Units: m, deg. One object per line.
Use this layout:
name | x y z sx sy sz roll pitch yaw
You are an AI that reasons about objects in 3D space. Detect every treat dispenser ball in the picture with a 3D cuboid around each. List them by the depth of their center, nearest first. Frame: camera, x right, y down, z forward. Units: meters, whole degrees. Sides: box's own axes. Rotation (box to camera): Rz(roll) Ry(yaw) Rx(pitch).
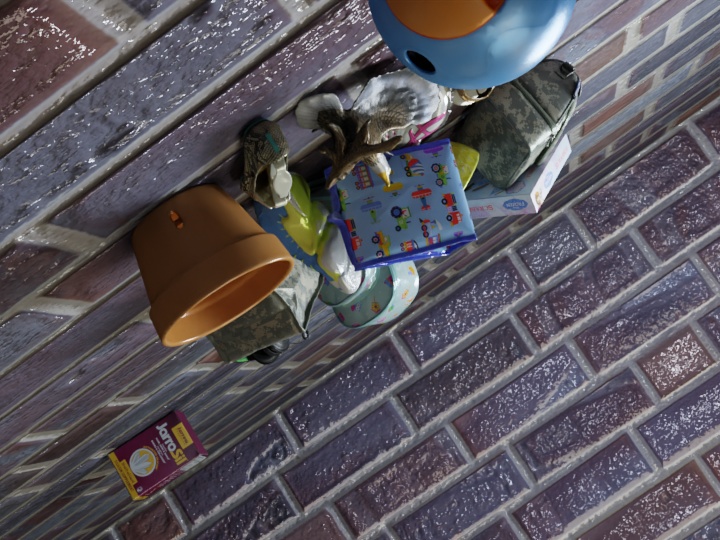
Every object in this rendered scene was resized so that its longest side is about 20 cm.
treat dispenser ball | 0.103 -0.273 0.971 0.199 0.202 0.201 -32 169 -7

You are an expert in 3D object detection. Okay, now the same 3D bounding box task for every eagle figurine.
eagle figurine | 0.009 -0.181 1.348 0.201 0.149 0.153 -61 158 -52

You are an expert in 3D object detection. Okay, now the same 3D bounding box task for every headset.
headset | -0.204 0.153 2.336 0.197 0.095 0.123 -10 163 -28

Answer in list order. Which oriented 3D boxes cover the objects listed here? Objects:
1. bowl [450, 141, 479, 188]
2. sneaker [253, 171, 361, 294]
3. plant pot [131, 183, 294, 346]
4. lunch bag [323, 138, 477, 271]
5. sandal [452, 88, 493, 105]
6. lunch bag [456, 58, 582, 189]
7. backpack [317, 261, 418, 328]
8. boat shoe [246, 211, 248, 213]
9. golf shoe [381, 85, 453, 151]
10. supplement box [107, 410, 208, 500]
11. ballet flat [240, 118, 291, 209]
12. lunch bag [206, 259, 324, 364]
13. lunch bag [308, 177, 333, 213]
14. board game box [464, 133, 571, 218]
bowl | 0.096 -0.142 1.716 0.202 0.107 0.200 -56 -173 10
sneaker | -0.082 -0.045 1.499 0.104 0.202 0.076 -21 -162 37
plant pot | -0.203 -0.015 1.345 0.198 0.141 0.200 -32 169 -7
lunch bag | 0.045 -0.088 1.474 0.197 0.153 0.094 -12 171 -27
sandal | 0.171 -0.282 1.531 0.080 0.054 0.200 -32 169 -7
lunch bag | 0.278 -0.257 1.768 0.167 0.139 0.200 -41 171 -20
backpack | 0.000 0.000 1.860 0.175 0.202 0.153 -39 168 30
boat shoe | -0.206 -0.017 1.537 0.073 0.064 0.201 -24 165 -43
golf shoe | 0.061 -0.210 1.470 0.091 0.073 0.200 -25 166 -33
supplement box | -0.495 0.454 2.555 0.199 0.132 0.103 -34 169 -4
ballet flat | -0.116 -0.120 1.320 0.067 0.076 0.200 -32 169 -14
lunch bag | -0.154 0.029 1.672 0.162 0.118 0.201 -23 -154 26
lunch bag | -0.014 -0.093 1.616 0.169 0.124 0.198 -26 -160 -38
board game box | 0.260 -0.169 1.895 0.197 0.042 0.201 -3 -144 37
